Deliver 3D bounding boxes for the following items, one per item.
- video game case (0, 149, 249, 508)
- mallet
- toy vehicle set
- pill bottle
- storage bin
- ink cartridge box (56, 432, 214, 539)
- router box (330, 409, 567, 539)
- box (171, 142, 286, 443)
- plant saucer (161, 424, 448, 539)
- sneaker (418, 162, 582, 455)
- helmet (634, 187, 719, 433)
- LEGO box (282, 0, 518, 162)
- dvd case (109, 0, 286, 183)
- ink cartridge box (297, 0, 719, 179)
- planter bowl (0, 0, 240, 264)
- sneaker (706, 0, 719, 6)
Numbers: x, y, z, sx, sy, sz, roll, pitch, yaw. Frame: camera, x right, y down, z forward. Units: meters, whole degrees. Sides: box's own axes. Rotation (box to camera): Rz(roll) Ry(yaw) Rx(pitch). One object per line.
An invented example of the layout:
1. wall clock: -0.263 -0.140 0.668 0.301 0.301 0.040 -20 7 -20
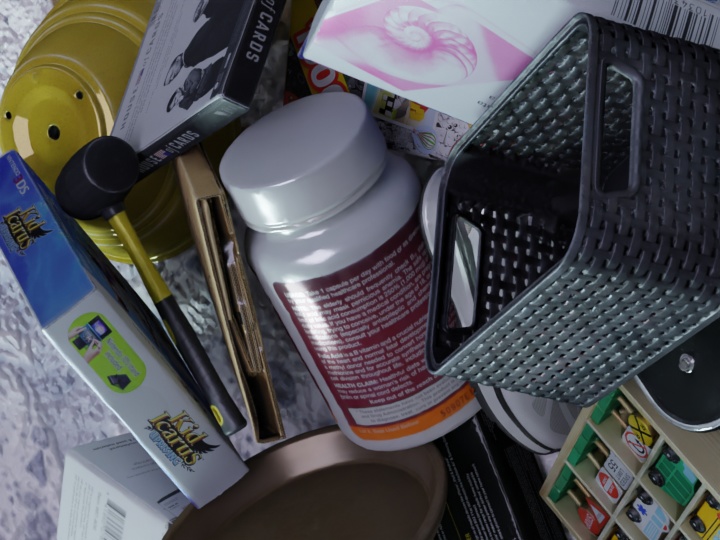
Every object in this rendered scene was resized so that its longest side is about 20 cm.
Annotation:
1. video game case: -0.163 0.034 1.397 0.045 0.181 0.200 -36 37 -1
2. mallet: -0.130 0.013 1.352 0.066 0.041 0.200 -16 101 61
3. toy vehicle set: 0.169 0.133 1.253 0.124 0.026 0.200 49 158 17
4. pill bottle: 0.000 0.000 1.310 0.114 0.114 0.200 -4 127 34
5. storage bin: 0.113 -0.025 1.105 0.200 0.094 0.136 135 145 -61
6. ink cartridge box: -0.115 0.216 1.465 0.200 0.084 0.145 30 120 39
7. router box: 0.062 0.191 1.389 0.149 0.051 0.200 -24 85 36
8. box: -0.087 0.000 1.368 0.021 0.200 0.164 -15 110 -6
9. plant saucer: -0.035 0.164 1.319 0.200 0.200 0.030 -6 124 34
10. sneaker: 0.119 0.024 1.278 0.115 0.076 0.201 -7 122 31
11. helmet: 0.244 -0.005 1.151 0.200 0.200 0.191 47 122 18
12. LEGO box: 0.040 -0.175 1.322 0.149 0.077 0.201 14 106 32
13. dvd case: -0.097 -0.139 1.344 0.200 0.025 0.151 -25 44 60
14. ink cartridge box: 0.074 -0.113 1.172 0.196 0.043 0.200 21 152 -6
15. planter bowl: -0.186 -0.098 1.483 0.200 0.083 0.201 6 101 33
16. sneaker: 0.220 -0.166 1.182 0.200 0.112 0.071 -45 74 31
